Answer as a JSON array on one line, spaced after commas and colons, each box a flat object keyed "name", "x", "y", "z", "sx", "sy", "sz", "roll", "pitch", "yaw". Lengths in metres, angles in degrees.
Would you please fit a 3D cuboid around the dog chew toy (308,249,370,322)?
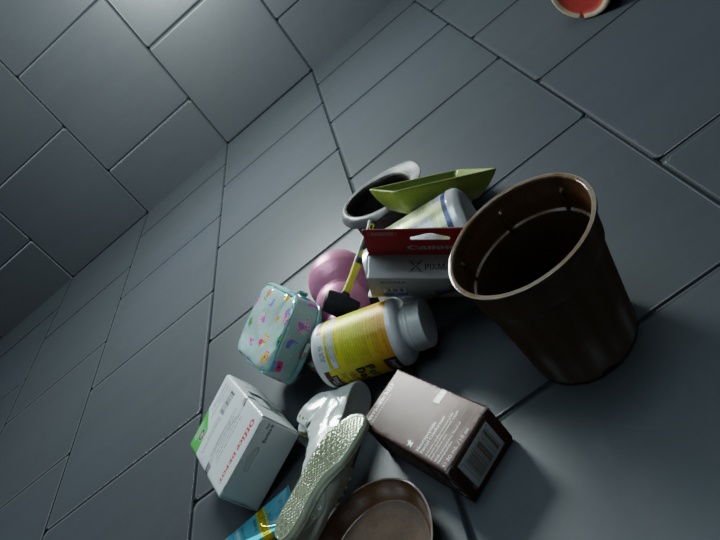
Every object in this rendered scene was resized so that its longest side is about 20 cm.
[{"name": "dog chew toy", "x": -0.034, "y": 0.058, "z": 1.232, "sx": 0.123, "sy": 0.124, "sz": 0.204, "roll": -30, "pitch": 43, "yaw": 20}]

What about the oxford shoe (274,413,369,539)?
[{"name": "oxford shoe", "x": -0.045, "y": 0.293, "z": 0.913, "sx": 0.203, "sy": 0.057, "sz": 0.075, "roll": -58, "pitch": 25, "yaw": -16}]

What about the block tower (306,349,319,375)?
[{"name": "block tower", "x": -0.096, "y": 0.149, "z": 1.251, "sx": 0.054, "sy": 0.058, "sz": 0.199, "roll": -48, "pitch": 29, "yaw": -11}]

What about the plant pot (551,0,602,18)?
[{"name": "plant pot", "x": 0.517, "y": -0.688, "z": 1.483, "sx": 0.197, "sy": 0.199, "sz": 0.181, "roll": -1, "pitch": 58, "yaw": 51}]

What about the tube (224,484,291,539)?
[{"name": "tube", "x": -0.176, "y": 0.418, "z": 1.004, "sx": 0.198, "sy": 0.051, "sz": 0.077, "roll": -39, "pitch": 35, "yaw": -4}]

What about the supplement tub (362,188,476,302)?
[{"name": "supplement tub", "x": 0.114, "y": -0.030, "z": 1.126, "sx": 0.197, "sy": 0.146, "sz": 0.147, "roll": -30, "pitch": 30, "yaw": 22}]

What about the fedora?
[{"name": "fedora", "x": 0.059, "y": -0.133, "z": 1.397, "sx": 0.197, "sy": 0.091, "sz": 0.177, "roll": -35, "pitch": 29, "yaw": -1}]

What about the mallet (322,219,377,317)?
[{"name": "mallet", "x": 0.000, "y": 0.000, "z": 1.178, "sx": 0.203, "sy": 0.065, "sz": 0.041, "roll": -61, "pitch": -2, "yaw": -27}]

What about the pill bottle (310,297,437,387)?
[{"name": "pill bottle", "x": 0.023, "y": 0.113, "z": 1.076, "sx": 0.195, "sy": 0.110, "sz": 0.111, "roll": -21, "pitch": 34, "yaw": 23}]

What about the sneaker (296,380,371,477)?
[{"name": "sneaker", "x": -0.062, "y": 0.270, "z": 1.035, "sx": 0.114, "sy": 0.074, "sz": 0.202, "roll": -21, "pitch": 28, "yaw": 41}]

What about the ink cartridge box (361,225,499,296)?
[{"name": "ink cartridge box", "x": 0.103, "y": -0.007, "z": 0.975, "sx": 0.193, "sy": 0.177, "sz": 0.046, "roll": -1, "pitch": 70, "yaw": 7}]

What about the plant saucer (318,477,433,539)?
[{"name": "plant saucer", "x": 0.017, "y": 0.364, "z": 0.833, "sx": 0.197, "sy": 0.035, "sz": 0.203, "roll": -32, "pitch": 29, "yaw": 20}]

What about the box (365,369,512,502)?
[{"name": "box", "x": 0.098, "y": 0.215, "z": 0.892, "sx": 0.101, "sy": 0.075, "sz": 0.198, "roll": -52, "pitch": 27, "yaw": -17}]

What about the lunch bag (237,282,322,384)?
[{"name": "lunch bag", "x": -0.148, "y": 0.109, "z": 1.223, "sx": 0.199, "sy": 0.076, "sz": 0.164, "roll": 20, "pitch": 82, "yaw": 60}]

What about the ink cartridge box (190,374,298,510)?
[{"name": "ink cartridge box", "x": -0.205, "y": 0.292, "z": 1.138, "sx": 0.149, "sy": 0.083, "sz": 0.199, "roll": -60, "pitch": 30, "yaw": -3}]

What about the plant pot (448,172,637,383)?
[{"name": "plant pot", "x": 0.242, "y": 0.023, "z": 0.831, "sx": 0.197, "sy": 0.199, "sz": 0.203, "roll": -31, "pitch": 29, "yaw": 19}]

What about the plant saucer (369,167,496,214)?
[{"name": "plant saucer", "x": 0.131, "y": -0.146, "z": 1.222, "sx": 0.194, "sy": 0.050, "sz": 0.200, "roll": -14, "pitch": 10, "yaw": -10}]
